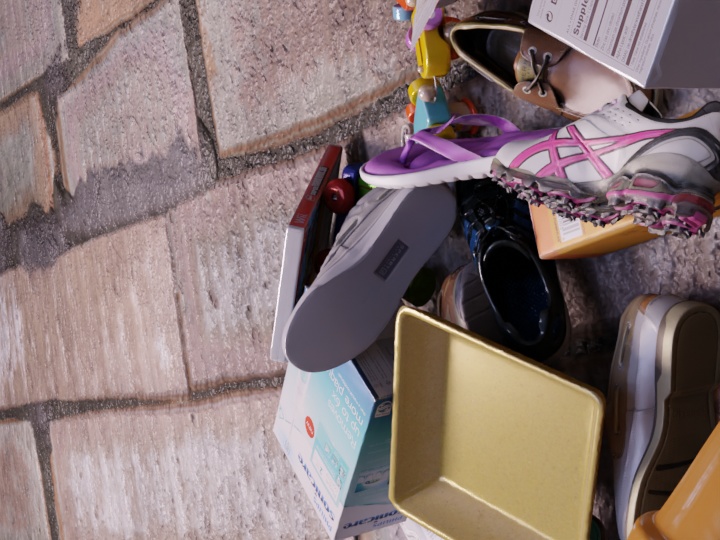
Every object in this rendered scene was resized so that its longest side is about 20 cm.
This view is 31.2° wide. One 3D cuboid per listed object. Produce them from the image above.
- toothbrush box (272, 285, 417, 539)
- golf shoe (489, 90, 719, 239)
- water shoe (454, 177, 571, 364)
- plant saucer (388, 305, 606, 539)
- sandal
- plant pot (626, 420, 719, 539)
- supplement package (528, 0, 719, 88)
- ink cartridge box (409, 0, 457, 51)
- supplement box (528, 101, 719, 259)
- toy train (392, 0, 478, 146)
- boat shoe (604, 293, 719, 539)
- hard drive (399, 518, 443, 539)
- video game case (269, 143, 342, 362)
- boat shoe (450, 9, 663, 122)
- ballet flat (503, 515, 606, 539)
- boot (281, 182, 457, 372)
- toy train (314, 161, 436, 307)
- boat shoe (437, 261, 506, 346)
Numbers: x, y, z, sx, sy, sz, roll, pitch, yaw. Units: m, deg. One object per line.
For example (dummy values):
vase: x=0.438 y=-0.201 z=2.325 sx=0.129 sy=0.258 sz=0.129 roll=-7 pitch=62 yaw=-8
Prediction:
toothbrush box: x=-0.003 y=0.126 z=1.182 sx=0.146 sy=0.085 sz=0.200 roll=57 pitch=147 yaw=37
golf shoe: x=0.175 y=-0.078 z=0.899 sx=0.200 sy=0.073 sz=0.092 roll=12 pitch=79 yaw=51
water shoe: x=0.123 y=-0.022 z=1.046 sx=0.071 sy=0.079 sz=0.200 roll=-23 pitch=64 yaw=8
plant saucer: x=0.113 y=0.139 z=1.020 sx=0.200 sy=0.048 sz=0.200 roll=24 pitch=125 yaw=38
sandal: x=0.090 y=-0.107 z=1.053 sx=0.202 sy=0.082 sz=0.050 roll=-4 pitch=111 yaw=30
plant pot: x=0.279 y=0.159 z=0.802 sx=0.200 sy=0.200 sz=0.184 roll=28 pitch=101 yaw=50
supplement package: x=0.229 y=-0.203 z=0.790 sx=0.111 sy=0.200 sz=0.156 roll=41 pitch=126 yaw=43
ink cartridge box: x=0.094 y=-0.277 z=1.018 sx=0.200 sy=0.050 sz=0.161 roll=-86 pitch=19 yaw=-49
supplement box: x=0.214 y=-0.062 z=0.950 sx=0.200 sy=0.066 sz=0.069 roll=-20 pitch=76 yaw=53
toy train: x=0.066 y=-0.192 z=1.156 sx=0.150 sy=0.056 sz=0.200 roll=-118 pitch=22 yaw=-70
boat shoe: x=0.221 y=0.116 z=0.967 sx=0.068 sy=0.075 sz=0.200 roll=22 pitch=106 yaw=58
hard drive: x=0.092 y=0.226 z=1.188 sx=0.200 sy=0.038 sz=0.140 roll=62 pitch=139 yaw=29
video game case: x=-0.051 y=-0.021 z=1.249 sx=0.200 sy=0.017 sz=0.143 roll=-71 pitch=-8 yaw=-61
boat shoe: x=0.149 y=-0.156 z=1.024 sx=0.200 sy=0.068 sz=0.072 roll=32 pitch=120 yaw=48
ballet flat: x=0.118 y=0.267 z=1.066 sx=0.067 sy=0.200 sz=0.064 roll=53 pitch=178 yaw=25
boot: x=0.000 y=0.000 z=1.112 sx=0.074 sy=0.200 sz=0.096 roll=45 pitch=174 yaw=-18
toy train: x=0.022 y=0.006 z=1.226 sx=0.116 sy=0.085 sz=0.200 roll=23 pitch=114 yaw=36
boat shoe: x=0.107 y=0.091 z=1.124 sx=0.072 sy=0.076 sz=0.200 roll=176 pitch=91 yaw=-65
